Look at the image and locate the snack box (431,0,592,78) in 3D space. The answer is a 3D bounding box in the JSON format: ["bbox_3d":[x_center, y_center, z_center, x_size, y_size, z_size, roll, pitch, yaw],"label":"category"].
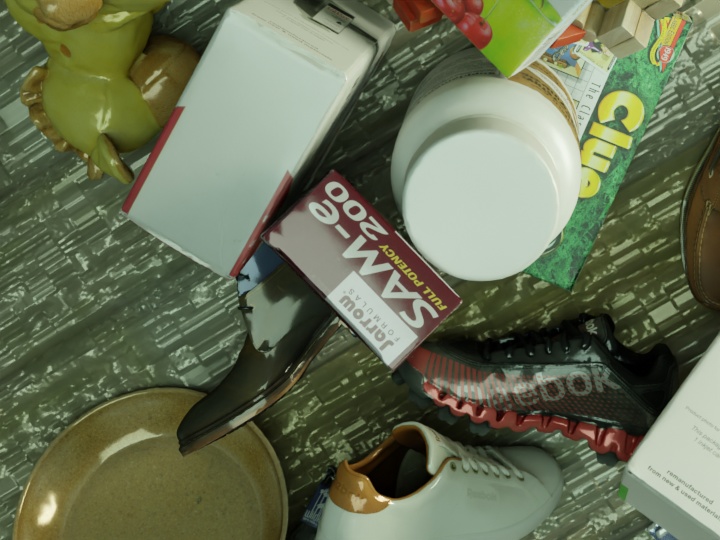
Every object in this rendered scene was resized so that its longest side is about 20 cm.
[{"bbox_3d":[0.105,-0.230,1.057,0.142,0.053,0.200,46,123,3],"label":"snack box"}]

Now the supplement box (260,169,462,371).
[{"bbox_3d":[0.000,0.000,1.127,0.061,0.200,0.109,-44,91,0],"label":"supplement box"}]

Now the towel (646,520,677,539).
[{"bbox_3d":[0.315,0.211,1.301,0.147,0.024,0.200,-36,102,13],"label":"towel"}]

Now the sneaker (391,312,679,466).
[{"bbox_3d":[0.125,0.067,1.252,0.200,0.071,0.098,13,109,0],"label":"sneaker"}]

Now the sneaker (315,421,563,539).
[{"bbox_3d":[0.064,0.138,1.228,0.073,0.200,0.085,35,125,41],"label":"sneaker"}]

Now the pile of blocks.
[{"bbox_3d":[0.097,-0.173,1.144,0.200,0.062,0.082,7,146,21],"label":"pile of blocks"}]

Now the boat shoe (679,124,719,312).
[{"bbox_3d":[0.253,-0.060,1.198,0.072,0.068,0.200,11,109,1],"label":"boat shoe"}]

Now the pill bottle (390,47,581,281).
[{"bbox_3d":[0.077,-0.065,1.124,0.114,0.200,0.114,2,107,6],"label":"pill bottle"}]

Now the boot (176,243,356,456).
[{"bbox_3d":[-0.066,0.035,1.260,0.200,0.075,0.097,-39,90,-2],"label":"boot"}]

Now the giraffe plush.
[{"bbox_3d":[-0.162,-0.145,1.181,0.200,0.173,0.162,-8,114,18],"label":"giraffe plush"}]

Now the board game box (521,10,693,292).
[{"bbox_3d":[0.132,-0.094,1.226,0.105,0.023,0.200,21,109,-2],"label":"board game box"}]

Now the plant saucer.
[{"bbox_3d":[-0.143,0.180,1.289,0.200,0.035,0.200,-6,64,12],"label":"plant saucer"}]

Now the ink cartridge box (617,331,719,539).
[{"bbox_3d":[0.253,0.077,1.161,0.084,0.146,0.200,36,83,13],"label":"ink cartridge box"}]

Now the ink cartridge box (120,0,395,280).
[{"bbox_3d":[-0.059,-0.098,1.153,0.083,0.200,0.147,31,108,0],"label":"ink cartridge box"}]

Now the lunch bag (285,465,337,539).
[{"bbox_3d":[0.019,0.250,1.293,0.200,0.139,0.168,33,91,-5],"label":"lunch bag"}]
